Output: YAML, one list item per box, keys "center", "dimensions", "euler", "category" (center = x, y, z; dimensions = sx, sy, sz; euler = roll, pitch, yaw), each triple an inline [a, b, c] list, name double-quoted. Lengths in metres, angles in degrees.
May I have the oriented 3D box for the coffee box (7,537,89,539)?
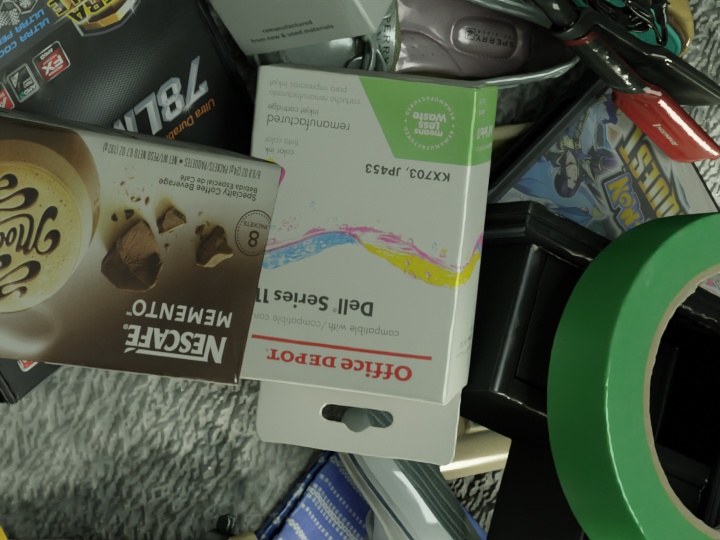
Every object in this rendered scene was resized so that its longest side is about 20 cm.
- center: [-0.093, 0.204, 1.425]
  dimensions: [0.199, 0.080, 0.115]
  euler: [3, 97, -25]
  category: "coffee box"

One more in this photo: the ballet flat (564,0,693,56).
- center: [0.120, -0.190, 1.544]
  dimensions: [0.200, 0.068, 0.063]
  euler: [41, 47, -38]
  category: "ballet flat"

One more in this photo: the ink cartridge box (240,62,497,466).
- center: [0.000, 0.000, 1.388]
  dimensions: [0.067, 0.117, 0.201]
  euler: [-28, 124, -78]
  category: "ink cartridge box"

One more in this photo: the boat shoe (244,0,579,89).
- center: [0.028, -0.128, 1.474]
  dimensions: [0.201, 0.065, 0.075]
  euler: [3, 99, -38]
  category: "boat shoe"

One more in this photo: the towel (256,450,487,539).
- center: [-0.015, 0.191, 1.542]
  dimensions: [0.200, 0.024, 0.145]
  euler: [-52, 126, -16]
  category: "towel"

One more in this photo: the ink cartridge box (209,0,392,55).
- center: [-0.048, -0.231, 1.354]
  dimensions: [0.200, 0.087, 0.146]
  euler: [56, 44, -33]
  category: "ink cartridge box"

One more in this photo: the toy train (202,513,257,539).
- center: [-0.081, 0.220, 1.360]
  dimensions: [0.034, 0.046, 0.201]
  euler: [-9, 114, -74]
  category: "toy train"

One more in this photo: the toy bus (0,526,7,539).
- center: [-0.228, 0.122, 1.260]
  dimensions: [0.136, 0.192, 0.200]
  euler: [-52, 127, -18]
  category: "toy bus"

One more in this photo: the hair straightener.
- center: [0.145, -0.133, 1.514]
  dimensions: [0.200, 0.041, 0.077]
  euler: [32, 63, -43]
  category: "hair straightener"

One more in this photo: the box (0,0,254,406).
- center: [-0.153, -0.070, 1.363]
  dimensions: [0.200, 0.050, 0.199]
  euler: [-39, 120, -24]
  category: "box"

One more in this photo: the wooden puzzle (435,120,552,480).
- center: [0.112, 0.013, 1.582]
  dimensions: [0.184, 0.037, 0.201]
  euler: [-9, 101, -36]
  category: "wooden puzzle"

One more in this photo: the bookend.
- center: [0.109, 0.091, 1.470]
  dimensions: [0.200, 0.092, 0.200]
  euler: [26, 73, -34]
  category: "bookend"

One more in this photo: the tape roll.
- center: [0.187, 0.070, 1.442]
  dimensions: [0.200, 0.048, 0.202]
  euler: [2, 87, -37]
  category: "tape roll"

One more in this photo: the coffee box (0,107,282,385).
- center: [-0.147, -0.016, 1.299]
  dimensions: [0.199, 0.080, 0.114]
  euler: [10, 94, -36]
  category: "coffee box"

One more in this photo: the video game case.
- center: [0.141, 0.006, 1.569]
  dimensions: [0.181, 0.025, 0.200]
  euler: [-45, 116, -27]
  category: "video game case"

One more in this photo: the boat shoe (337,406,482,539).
- center: [0.033, 0.163, 1.520]
  dimensions: [0.067, 0.074, 0.200]
  euler: [-30, 112, 13]
  category: "boat shoe"
